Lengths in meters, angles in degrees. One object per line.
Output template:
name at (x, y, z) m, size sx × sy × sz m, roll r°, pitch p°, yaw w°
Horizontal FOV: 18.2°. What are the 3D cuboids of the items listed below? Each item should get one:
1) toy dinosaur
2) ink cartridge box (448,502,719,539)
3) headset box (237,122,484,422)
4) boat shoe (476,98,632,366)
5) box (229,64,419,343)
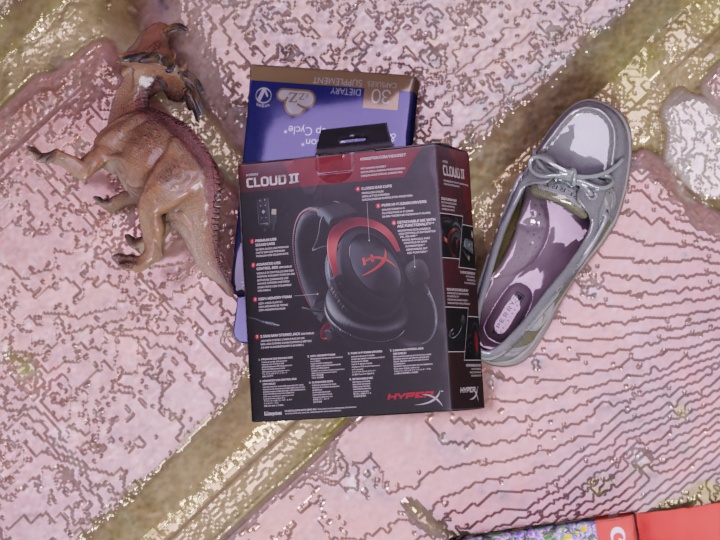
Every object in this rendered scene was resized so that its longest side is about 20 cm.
toy dinosaur at (-0.138, -0.081, 1.589) m, size 0.136 × 0.086 × 0.200 m, roll -42°, pitch 74°, yaw 10°
ink cartridge box at (0.164, 0.226, 1.557) m, size 0.199 × 0.050 × 0.109 m, roll -9°, pitch 85°, yaw 7°
headset box at (0.000, 0.000, 1.535) m, size 0.148 × 0.075 × 0.201 m, roll -6°, pitch 86°, yaw 21°
boat shoe at (0.131, -0.027, 1.572) m, size 0.074 × 0.065 × 0.202 m, roll 29°, pitch 90°, yaw 8°
box at (-0.027, -0.044, 1.610) m, size 0.121 × 0.032 × 0.201 m, roll 4°, pitch 87°, yaw 7°
